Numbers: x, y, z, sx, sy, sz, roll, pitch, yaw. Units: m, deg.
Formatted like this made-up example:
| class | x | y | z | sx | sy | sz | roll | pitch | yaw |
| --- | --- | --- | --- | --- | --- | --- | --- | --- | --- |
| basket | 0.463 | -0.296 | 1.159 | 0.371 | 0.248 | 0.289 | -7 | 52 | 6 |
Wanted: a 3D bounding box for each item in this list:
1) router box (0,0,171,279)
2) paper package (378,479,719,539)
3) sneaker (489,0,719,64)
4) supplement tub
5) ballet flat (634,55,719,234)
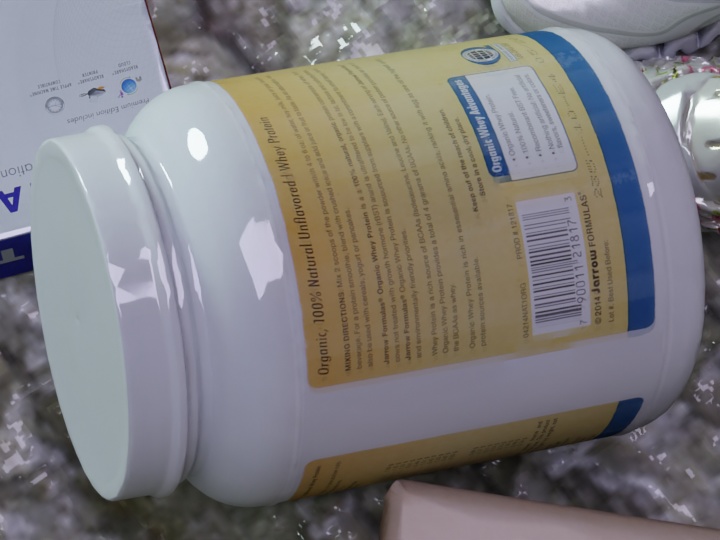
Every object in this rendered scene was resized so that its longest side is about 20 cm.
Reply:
| class | x | y | z | sx | sy | sz | roll | pitch | yaw |
| --- | --- | --- | --- | --- | --- | --- | --- | --- | --- |
| router box | -0.176 | -0.079 | 1.077 | 0.200 | 0.049 | 0.180 | -16 | 75 | -7 |
| paper package | 0.089 | 0.181 | 0.982 | 0.200 | 0.103 | 0.191 | 9 | 73 | 1 |
| sneaker | 0.146 | -0.126 | 1.088 | 0.200 | 0.081 | 0.075 | -8 | 76 | -3 |
| supplement tub | 0.000 | 0.000 | 0.994 | 0.200 | 0.145 | 0.145 | -10 | 74 | -18 |
| ballet flat | 0.162 | -0.043 | 1.072 | 0.200 | 0.064 | 0.076 | 12 | 74 | 2 |
